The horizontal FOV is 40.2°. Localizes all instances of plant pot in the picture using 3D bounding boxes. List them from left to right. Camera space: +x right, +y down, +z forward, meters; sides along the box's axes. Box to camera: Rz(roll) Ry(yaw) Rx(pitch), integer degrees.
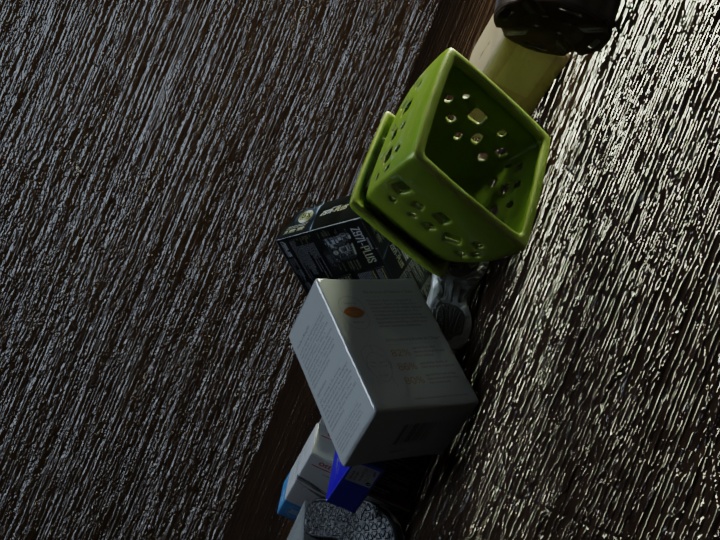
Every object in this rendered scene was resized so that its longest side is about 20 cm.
[{"bbox_3d":[0.106,-0.125,1.272,0.181,0.198,0.202,-29,33,48],"label":"plant pot"},{"bbox_3d":[0.258,-0.392,1.235,0.200,0.197,0.202,149,136,-78],"label":"plant pot"}]

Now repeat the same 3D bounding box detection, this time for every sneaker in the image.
[{"bbox_3d":[0.006,0.338,1.290,0.198,0.082,0.073,3,70,55],"label":"sneaker"},{"bbox_3d":[0.119,0.036,1.362,0.100,0.077,0.202,113,178,-58],"label":"sneaker"}]

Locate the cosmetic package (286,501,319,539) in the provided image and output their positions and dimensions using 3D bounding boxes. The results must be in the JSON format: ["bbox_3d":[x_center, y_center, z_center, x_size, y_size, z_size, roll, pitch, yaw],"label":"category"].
[{"bbox_3d":[-0.049,0.411,1.343,0.200,0.105,0.091,-85,20,-74],"label":"cosmetic package"}]

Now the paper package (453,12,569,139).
[{"bbox_3d":[0.235,-0.326,1.492,0.201,0.102,0.193,120,169,-52],"label":"paper package"}]

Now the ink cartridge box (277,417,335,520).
[{"bbox_3d":[-0.042,0.317,1.533,0.067,0.114,0.202,-76,11,-53],"label":"ink cartridge box"}]

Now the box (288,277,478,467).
[{"bbox_3d":[0.023,0.117,1.196,0.107,0.150,0.202,-61,41,38],"label":"box"}]

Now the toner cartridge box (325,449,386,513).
[{"bbox_3d":[0.006,0.199,1.264,0.096,0.043,0.202,-58,13,38],"label":"toner cartridge box"}]

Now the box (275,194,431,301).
[{"bbox_3d":[0.000,0.000,1.414,0.162,0.202,0.086,-13,27,38],"label":"box"}]

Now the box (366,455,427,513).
[{"bbox_3d":[0.054,0.214,1.310,0.100,0.074,0.203,132,161,-69],"label":"box"}]
